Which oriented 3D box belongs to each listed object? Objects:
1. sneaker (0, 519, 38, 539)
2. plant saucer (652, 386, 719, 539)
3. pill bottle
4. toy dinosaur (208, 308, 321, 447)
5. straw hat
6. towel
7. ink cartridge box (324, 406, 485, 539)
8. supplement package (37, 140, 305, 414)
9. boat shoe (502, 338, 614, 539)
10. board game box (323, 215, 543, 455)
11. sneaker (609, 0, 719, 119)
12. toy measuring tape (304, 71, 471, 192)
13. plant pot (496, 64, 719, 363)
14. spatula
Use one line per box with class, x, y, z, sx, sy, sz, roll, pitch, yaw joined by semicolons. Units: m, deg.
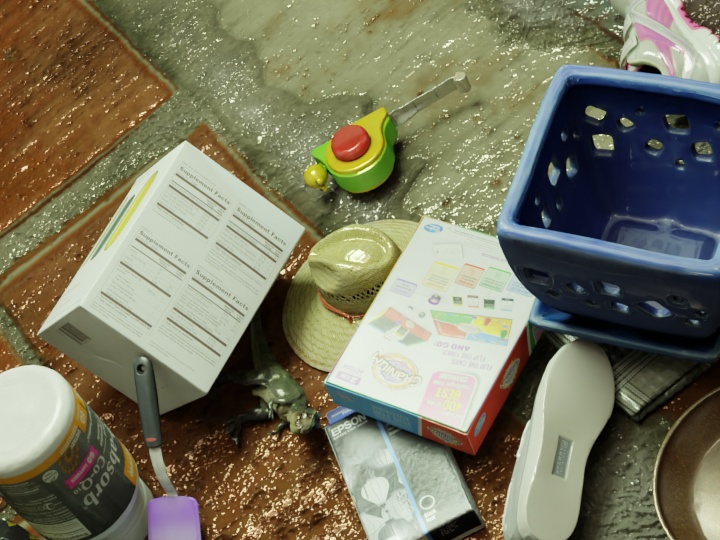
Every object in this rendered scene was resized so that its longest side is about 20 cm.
sneaker;-0.285;0.309;1.645;0.200;0.085;0.074;34;46;20
plant saucer;0.342;0.175;1.459;0.200;0.037;0.200;-13;50;17
pill bottle;-0.276;0.185;1.645;0.116;0.200;0.116;-14;50;17
toy dinosaur;-0.101;0.116;1.724;0.088;0.047;0.200;-30;42;-3
straw hat;0.000;0.000;1.734;0.201;0.085;0.201;-13;50;17
towel;0.267;0.019;1.621;0.200;0.035;0.193;-38;47;-6
ink cartridge box;0.032;0.172;1.614;0.099;0.039;0.200;-29;46;4
supplement package;-0.186;0.011;1.735;0.200;0.151;0.152;-60;15;-24
boat shoe;0.168;0.154;1.545;0.069;0.072;0.200;-36;37;56
board game box;0.081;0.055;1.625;0.153;0.040;0.200;19;63;28
sneaker;0.293;-0.226;1.772;0.088;0.081;0.200;-31;46;-1
toy measuring tape;0.033;-0.134;1.837;0.200;0.074;0.074;-29;47;4
plant pot;0.244;-0.038;1.525;0.200;0.180;0.200;12;57;21
spatula;-0.186;0.176;1.648;0.056;0.200;0.021;-5;11;22
